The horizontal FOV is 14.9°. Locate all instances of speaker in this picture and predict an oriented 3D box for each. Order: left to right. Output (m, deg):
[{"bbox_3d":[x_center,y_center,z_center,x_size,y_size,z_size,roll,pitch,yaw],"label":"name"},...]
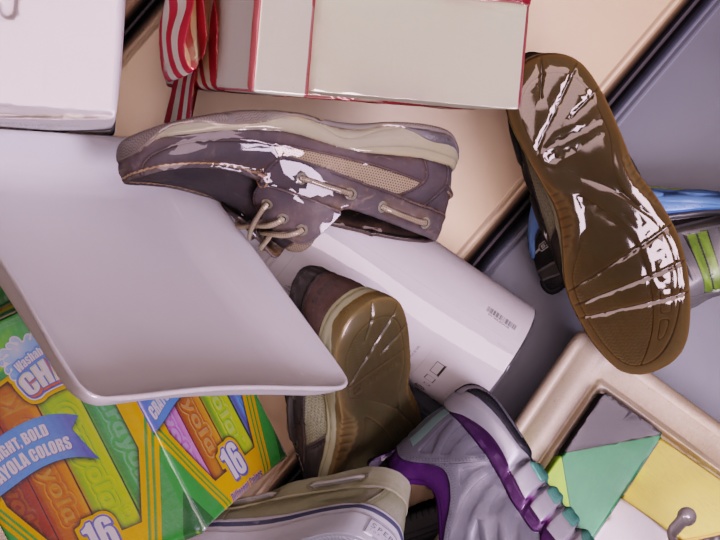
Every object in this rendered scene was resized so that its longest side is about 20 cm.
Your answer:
[{"bbox_3d":[0.000,0.000,1.619,0.200,0.081,0.081,34,88,-6],"label":"speaker"}]

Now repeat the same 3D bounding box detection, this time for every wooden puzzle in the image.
[{"bbox_3d":[0.158,0.162,1.611,0.200,0.037,0.185,36,82,-10],"label":"wooden puzzle"}]

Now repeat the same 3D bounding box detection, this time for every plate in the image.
[{"bbox_3d":[-0.127,0.003,1.478,0.200,0.200,0.032,52,122,28],"label":"plate"}]

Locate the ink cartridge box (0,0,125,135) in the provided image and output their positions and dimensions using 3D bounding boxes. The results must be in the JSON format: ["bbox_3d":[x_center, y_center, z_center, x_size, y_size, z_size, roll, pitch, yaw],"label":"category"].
[{"bbox_3d":[-0.173,-0.150,1.531,0.084,0.200,0.146,2,91,-6],"label":"ink cartridge box"}]

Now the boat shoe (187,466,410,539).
[{"bbox_3d":[-0.051,0.159,1.575,0.200,0.062,0.072,-12,123,36],"label":"boat shoe"}]

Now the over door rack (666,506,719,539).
[{"bbox_3d":[0.286,0.183,1.560,0.200,0.067,0.148,-9,121,15],"label":"over door rack"}]

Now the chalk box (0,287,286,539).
[{"bbox_3d":[-0.156,0.059,1.561,0.125,0.124,0.200,-25,96,27],"label":"chalk box"}]

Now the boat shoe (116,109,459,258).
[{"bbox_3d":[-0.037,-0.047,1.533,0.200,0.074,0.073,1,81,-19],"label":"boat shoe"}]

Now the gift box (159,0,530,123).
[{"bbox_3d":[-0.023,-0.169,1.564,0.187,0.200,0.185,4,88,-22],"label":"gift box"}]

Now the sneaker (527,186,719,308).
[{"bbox_3d":[0.199,-0.007,1.650,0.199,0.071,0.083,4,93,0],"label":"sneaker"}]

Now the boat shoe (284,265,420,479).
[{"bbox_3d":[-0.010,0.075,1.596,0.072,0.201,0.066,-29,52,-25],"label":"boat shoe"}]

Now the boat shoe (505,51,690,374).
[{"bbox_3d":[0.137,-0.038,1.586,0.073,0.065,0.200,-19,106,3],"label":"boat shoe"}]

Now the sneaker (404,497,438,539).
[{"bbox_3d":[0.123,0.170,1.650,0.200,0.060,0.104,-15,91,-8],"label":"sneaker"}]

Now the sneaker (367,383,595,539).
[{"bbox_3d":[0.089,0.166,1.558,0.088,0.074,0.200,-35,78,3],"label":"sneaker"}]
